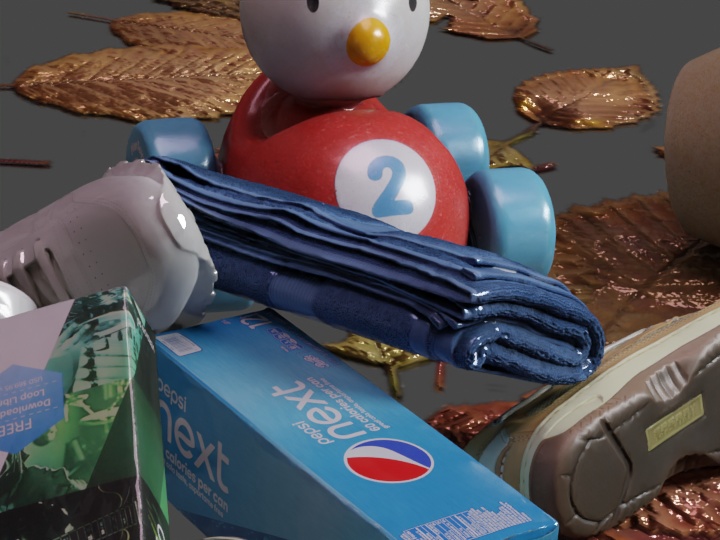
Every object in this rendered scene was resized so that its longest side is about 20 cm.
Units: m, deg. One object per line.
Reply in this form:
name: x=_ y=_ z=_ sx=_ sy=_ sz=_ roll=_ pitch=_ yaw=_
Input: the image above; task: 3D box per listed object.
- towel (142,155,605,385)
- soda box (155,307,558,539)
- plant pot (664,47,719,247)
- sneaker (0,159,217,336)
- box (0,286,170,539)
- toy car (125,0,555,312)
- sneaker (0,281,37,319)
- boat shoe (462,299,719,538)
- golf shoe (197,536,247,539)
towel: x=0.000 y=0.000 z=0.993 sx=0.199 sy=0.049 sz=0.111 roll=17 pitch=1 yaw=37
soda box: x=-0.011 y=0.087 z=0.906 sx=0.064 sy=0.068 sz=0.200 roll=-12 pitch=29 yaw=-31
plant pot: x=0.262 y=-0.063 z=1.185 sx=0.199 sy=0.188 sz=0.187 roll=1 pitch=20 yaw=29
sneaker: x=-0.133 y=0.012 z=0.983 sx=0.080 sy=0.077 sz=0.200 roll=-23 pitch=-1 yaw=-37
box: x=-0.129 y=0.106 z=0.737 sx=0.144 sy=0.036 sz=0.201 roll=-16 pitch=50 yaw=8
toy car: x=-0.008 y=-0.098 z=1.154 sx=0.184 sy=0.201 sz=0.177 roll=-5 pitch=26 yaw=-18
sneaker: x=-0.217 y=0.069 z=0.905 sx=0.199 sy=0.078 sz=0.100 roll=-15 pitch=67 yaw=1
boat shoe: x=0.124 y=0.051 z=1.017 sx=0.200 sy=0.072 sz=0.076 roll=-18 pitch=21 yaw=-40
golf shoe: x=-0.113 y=0.133 z=0.808 sx=0.199 sy=0.078 sz=0.088 roll=-2 pitch=-9 yaw=8
